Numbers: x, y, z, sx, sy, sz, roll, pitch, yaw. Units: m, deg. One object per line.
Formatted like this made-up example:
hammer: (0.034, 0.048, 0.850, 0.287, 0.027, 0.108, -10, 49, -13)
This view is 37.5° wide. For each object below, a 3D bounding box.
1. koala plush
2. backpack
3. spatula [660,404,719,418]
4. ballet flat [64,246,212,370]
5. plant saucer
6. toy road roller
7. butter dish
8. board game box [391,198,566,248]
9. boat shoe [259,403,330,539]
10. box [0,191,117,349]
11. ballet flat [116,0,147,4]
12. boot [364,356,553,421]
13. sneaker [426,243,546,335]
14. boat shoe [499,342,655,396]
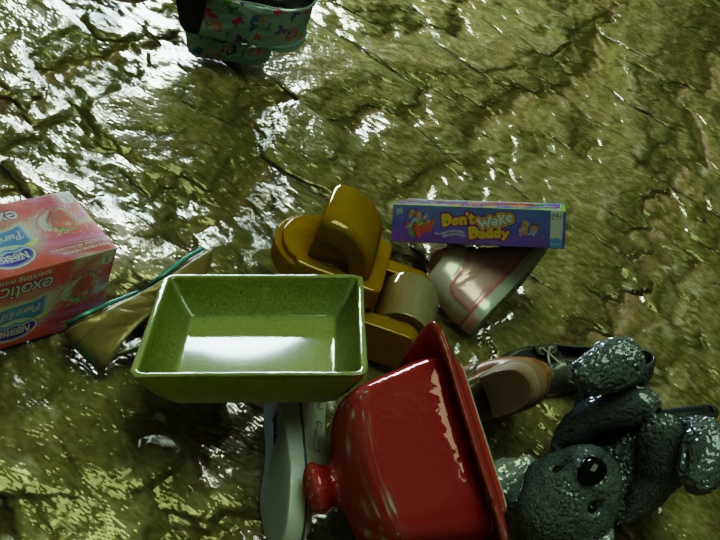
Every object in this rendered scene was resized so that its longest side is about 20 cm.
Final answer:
koala plush: (0.226, 0.205, 1.038, 0.200, 0.184, 0.177, -38, 73, -27)
backpack: (-0.167, -0.389, 1.540, 0.200, 0.151, 0.178, -1, 45, -18)
spatula: (0.337, 0.166, 1.229, 0.200, 0.021, 0.057, 2, 47, -27)
ballet flat: (-0.211, 0.041, 1.074, 0.200, 0.069, 0.063, -35, 93, -46)
plant saucer: (-0.095, 0.066, 0.981, 0.200, 0.048, 0.200, 0, 25, -1)
toy road roller: (0.000, 0.000, 1.151, 0.200, 0.146, 0.123, 21, 37, -3)
butter dish: (0.023, 0.170, 0.907, 0.148, 0.200, 0.200, -13, 73, -14)
board game box: (0.146, -0.058, 1.282, 0.200, 0.045, 0.134, 3, 7, 10)
boat shoe: (-0.050, 0.174, 0.979, 0.070, 0.071, 0.200, 17, 35, -18)
box: (-0.344, 0.008, 0.996, 0.200, 0.103, 0.095, -18, 53, -43)
ballet flat: (-0.361, -0.439, 1.571, 0.076, 0.064, 0.200, -3, 46, -36)
boot: (0.100, 0.125, 1.099, 0.155, 0.200, 0.077, -2, 74, -71)
sneaker: (0.149, -0.008, 1.299, 0.105, 0.075, 0.200, 39, 43, 12)
boat shoe: (0.249, 0.107, 1.226, 0.200, 0.057, 0.067, 7, 40, -21)
